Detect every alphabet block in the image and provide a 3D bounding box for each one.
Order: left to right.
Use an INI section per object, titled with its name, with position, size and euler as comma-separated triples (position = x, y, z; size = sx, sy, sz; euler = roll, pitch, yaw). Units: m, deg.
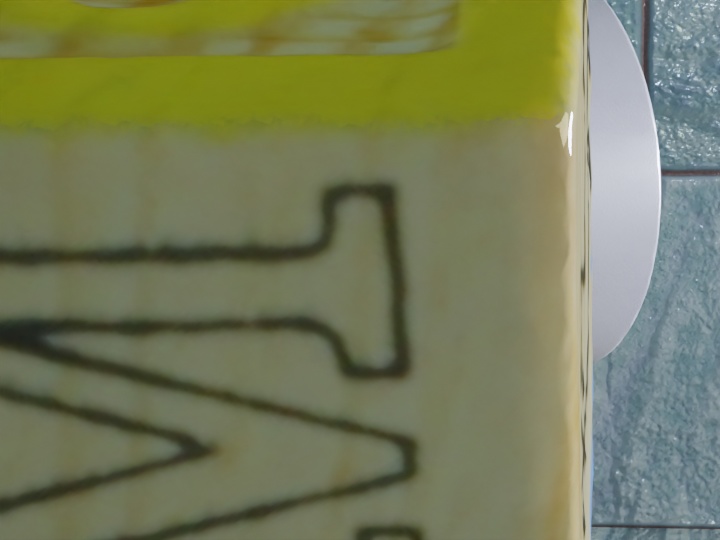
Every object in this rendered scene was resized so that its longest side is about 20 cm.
[alphabet block]
position = -0.041, 0.002, 0.629
size = 0.196, 0.196, 0.200
euler = -84, 172, -56

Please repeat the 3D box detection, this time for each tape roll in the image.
[tape roll]
position = 0.041, -0.046, 1.279
size = 0.203, 0.139, 0.203
euler = 174, -90, -67
